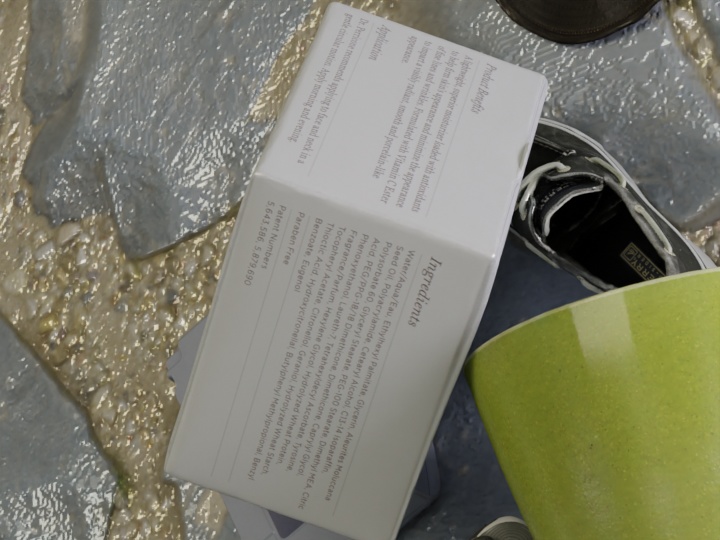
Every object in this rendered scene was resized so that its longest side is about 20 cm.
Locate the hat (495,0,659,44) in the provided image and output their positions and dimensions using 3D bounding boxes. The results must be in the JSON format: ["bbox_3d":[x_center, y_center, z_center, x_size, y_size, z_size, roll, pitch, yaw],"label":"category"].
[{"bbox_3d":[0.124,-0.240,1.449,0.200,0.081,0.202,-15,62,31],"label":"hat"}]

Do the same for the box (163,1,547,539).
[{"bbox_3d":[0.000,0.000,1.303,0.199,0.130,0.201,-70,-1,-57],"label":"box"}]

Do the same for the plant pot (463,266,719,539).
[{"bbox_3d":[0.164,0.122,1.214,0.186,0.187,0.201,-22,73,29],"label":"plant pot"}]

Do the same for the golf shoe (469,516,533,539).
[{"bbox_3d":[0.066,0.225,1.305,0.077,0.095,0.201,16,103,0],"label":"golf shoe"}]

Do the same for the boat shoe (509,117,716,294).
[{"bbox_3d":[0.121,-0.035,1.372,0.071,0.064,0.200,-54,49,5],"label":"boat shoe"}]

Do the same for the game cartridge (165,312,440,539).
[{"bbox_3d":[-0.032,0.087,1.457,0.133,0.041,0.200,-43,51,19],"label":"game cartridge"}]
